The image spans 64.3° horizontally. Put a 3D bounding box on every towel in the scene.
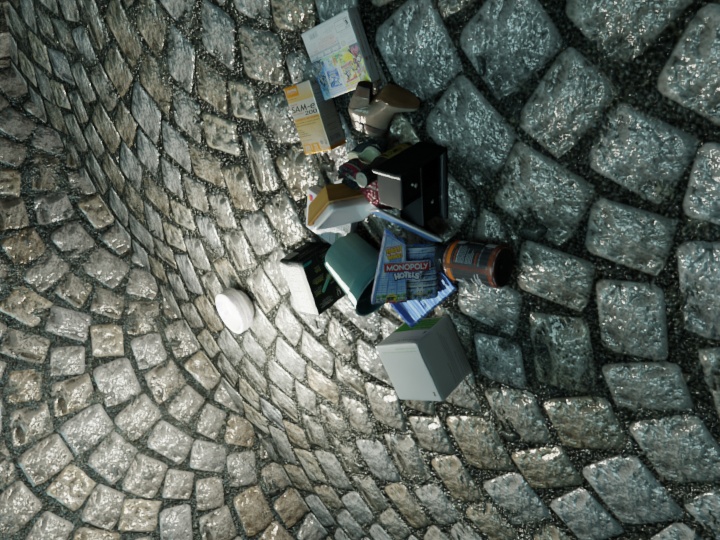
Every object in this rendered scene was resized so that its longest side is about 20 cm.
[{"bbox_3d":[0.168,0.060,1.684,0.145,0.024,0.200,48,119,4],"label":"towel"}]

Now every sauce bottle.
[{"bbox_3d":[0.067,-0.270,1.475,0.065,0.199,0.067,25,132,32],"label":"sauce bottle"}]

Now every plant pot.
[{"bbox_3d":[0.000,0.000,1.773,0.196,0.198,0.203,45,143,27],"label":"plant pot"}]

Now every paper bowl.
[{"bbox_3d":[-0.557,0.172,2.585,0.198,0.104,0.204,28,135,31],"label":"paper bowl"}]

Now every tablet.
[{"bbox_3d":[0.122,-0.124,1.548,0.197,0.014,0.130,25,-179,-9],"label":"tablet"}]

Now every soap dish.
[{"bbox_3d":[-0.045,-0.192,1.634,0.157,0.197,0.083,-38,70,55],"label":"soap dish"}]

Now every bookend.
[{"bbox_3d":[0.131,-0.194,1.459,0.091,0.199,0.203,21,131,36],"label":"bookend"}]

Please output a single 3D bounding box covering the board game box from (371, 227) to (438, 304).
[{"bbox_3d":[0.122,-0.016,1.602,0.195,0.062,0.205,-3,107,0],"label":"board game box"}]

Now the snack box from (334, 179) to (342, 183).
[{"bbox_3d":[-0.001,-0.257,1.706,0.198,0.024,0.073,-10,109,51],"label":"snack box"}]

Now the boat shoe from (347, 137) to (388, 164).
[{"bbox_3d":[0.024,-0.331,1.587,0.074,0.067,0.199,39,169,-13],"label":"boat shoe"}]

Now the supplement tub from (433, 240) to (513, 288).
[{"bbox_3d":[0.287,-0.021,1.487,0.197,0.106,0.109,12,125,43],"label":"supplement tub"}]

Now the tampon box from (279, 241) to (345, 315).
[{"bbox_3d":[-0.162,0.025,1.992,0.125,0.149,0.204,7,122,44],"label":"tampon box"}]

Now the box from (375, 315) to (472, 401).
[{"bbox_3d":[0.193,0.270,1.754,0.197,0.170,0.203,-12,108,51],"label":"box"}]

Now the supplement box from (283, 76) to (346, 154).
[{"bbox_3d":[-0.133,-0.452,1.671,0.124,0.073,0.204,2,118,47],"label":"supplement box"}]

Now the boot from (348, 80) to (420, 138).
[{"bbox_3d":[0.059,-0.409,1.499,0.197,0.071,0.148,25,148,16],"label":"boot"}]

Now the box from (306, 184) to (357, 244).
[{"bbox_3d":[-0.095,-0.164,1.869,0.198,0.041,0.158,34,138,26],"label":"box"}]

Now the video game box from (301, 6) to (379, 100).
[{"bbox_3d":[-0.054,-0.569,1.520,0.198,0.046,0.186,0,114,48],"label":"video game box"}]

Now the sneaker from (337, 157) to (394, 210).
[{"bbox_3d":[0.033,-0.241,1.544,0.199,0.074,0.081,38,144,16],"label":"sneaker"}]
